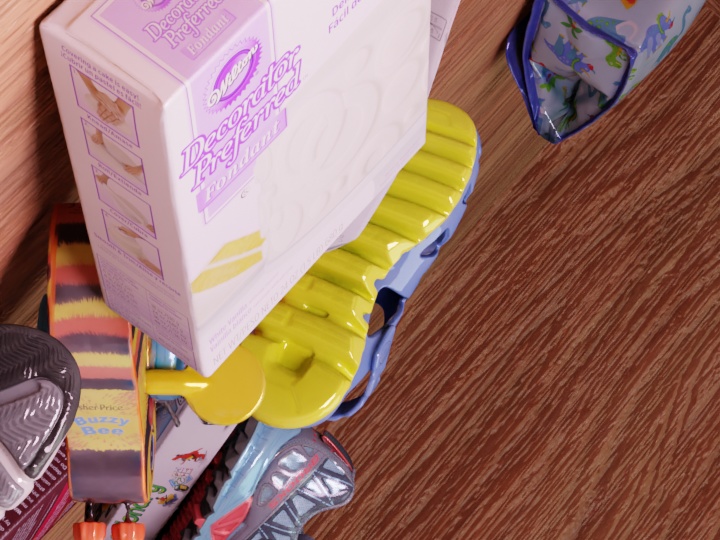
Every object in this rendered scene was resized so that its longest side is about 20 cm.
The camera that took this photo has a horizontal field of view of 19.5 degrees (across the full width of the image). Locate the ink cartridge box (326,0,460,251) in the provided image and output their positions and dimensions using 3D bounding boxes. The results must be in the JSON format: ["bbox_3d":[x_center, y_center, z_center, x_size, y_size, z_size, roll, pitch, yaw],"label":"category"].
[{"bbox_3d":[-0.006,-0.073,1.037,0.200,0.057,0.163,116,-6,-56],"label":"ink cartridge box"}]

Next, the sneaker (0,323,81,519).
[{"bbox_3d":[-0.190,0.089,0.850,0.200,0.075,0.115,-40,-179,3],"label":"sneaker"}]

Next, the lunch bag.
[{"bbox_3d":[0.221,-0.218,1.839,0.170,0.127,0.200,-48,165,-22],"label":"lunch bag"}]

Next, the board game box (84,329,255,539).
[{"bbox_3d":[-0.108,0.067,1.185,0.200,0.034,0.127,126,-29,-45],"label":"board game box"}]

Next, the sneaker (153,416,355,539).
[{"bbox_3d":[-0.067,0.169,1.183,0.201,0.095,0.079,-60,-166,29],"label":"sneaker"}]

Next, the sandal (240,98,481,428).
[{"bbox_3d":[0.000,0.000,1.098,0.201,0.079,0.087,-58,161,-13],"label":"sandal"}]

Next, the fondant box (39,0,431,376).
[{"bbox_3d":[-0.038,-0.067,0.777,0.144,0.058,0.200,-48,160,-22],"label":"fondant box"}]

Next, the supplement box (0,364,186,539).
[{"bbox_3d":[-0.177,0.103,1.061,0.200,0.061,0.109,-47,175,-44],"label":"supplement box"}]

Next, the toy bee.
[{"bbox_3d":[-0.103,0.062,0.925,0.200,0.130,0.109,52,32,-55],"label":"toy bee"}]
